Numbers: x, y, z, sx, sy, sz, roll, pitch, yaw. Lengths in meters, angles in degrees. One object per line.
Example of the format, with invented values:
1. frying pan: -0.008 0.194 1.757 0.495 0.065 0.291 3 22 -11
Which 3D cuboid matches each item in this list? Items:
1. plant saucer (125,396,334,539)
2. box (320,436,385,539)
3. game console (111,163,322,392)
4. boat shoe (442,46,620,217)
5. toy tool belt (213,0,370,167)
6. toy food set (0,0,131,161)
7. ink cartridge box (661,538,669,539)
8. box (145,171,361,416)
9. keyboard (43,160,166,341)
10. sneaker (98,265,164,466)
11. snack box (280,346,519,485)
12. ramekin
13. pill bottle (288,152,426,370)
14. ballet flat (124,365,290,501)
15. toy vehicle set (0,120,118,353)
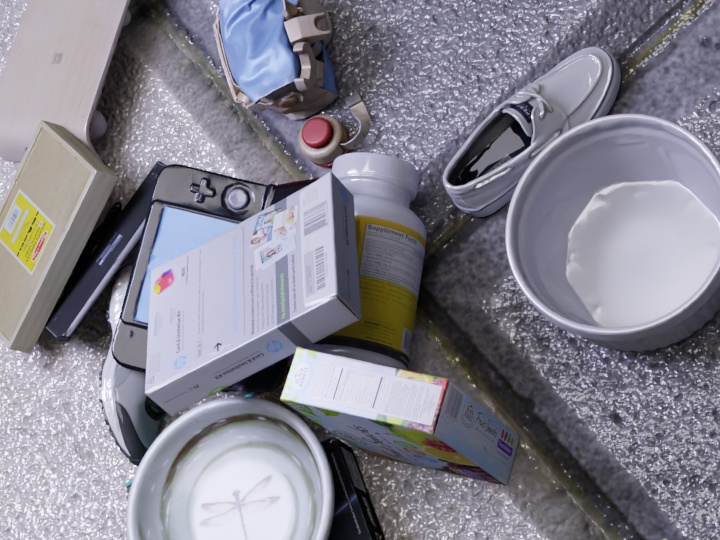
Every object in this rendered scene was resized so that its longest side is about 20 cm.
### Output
1. plant saucer: -0.108 0.214 1.681 0.200 0.050 0.200 -8 68 20
2. box: -0.053 0.271 1.690 0.160 0.044 0.200 -26 63 12
3. game console: -0.129 0.002 1.730 0.172 0.119 0.200 14 79 3
4. boat shoe: 0.157 -0.132 1.738 0.200 0.065 0.074 -48 61 0
5. toy tool belt: -0.078 -0.202 1.828 0.125 0.123 0.200 -27 64 11
6. toy food set: -0.295 -0.206 1.964 0.143 0.060 0.200 5 72 36
7. ink cartridge box: 0.245 0.342 1.523 0.148 0.076 0.200 37 87 29
8. box: -0.094 0.020 1.635 0.200 0.041 0.156 -27 39 20
9. keyboard: -0.245 -0.020 1.859 0.200 0.021 0.127 -55 25 -4
10. sneaker: -0.199 0.087 1.803 0.079 0.074 0.200 -4 70 16
11. snack box: 0.037 0.126 1.617 0.142 0.200 0.053 12 76 26
12. ramekin: 0.235 -0.024 1.645 0.200 0.105 0.200 -8 68 20
13. pill bottle: 0.000 0.000 1.728 0.112 0.112 0.200 1 71 23
14. ballet flat: -0.125 0.167 1.757 0.200 0.071 0.065 -38 87 9
15. toy vehicle set: -0.319 -0.034 1.870 0.124 0.027 0.200 41 108 44
